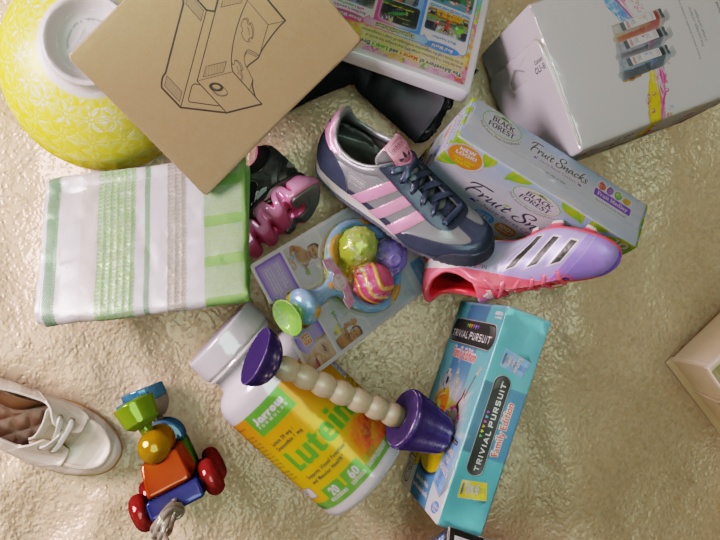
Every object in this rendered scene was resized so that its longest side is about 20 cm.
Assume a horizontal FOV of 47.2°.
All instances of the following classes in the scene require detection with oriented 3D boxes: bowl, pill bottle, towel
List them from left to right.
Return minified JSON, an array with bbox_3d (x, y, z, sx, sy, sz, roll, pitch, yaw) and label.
[{"bbox_3d":[-0.244,-0.199,0.759,0.197,0.108,0.204,0,90,-9],"label":"bowl"},{"bbox_3d":[-0.197,-0.027,0.760,0.197,0.031,0.151,-6,69,5],"label":"towel"},{"bbox_3d":[-0.063,0.127,0.789,0.200,0.111,0.111,44,83,-7],"label":"pill bottle"}]

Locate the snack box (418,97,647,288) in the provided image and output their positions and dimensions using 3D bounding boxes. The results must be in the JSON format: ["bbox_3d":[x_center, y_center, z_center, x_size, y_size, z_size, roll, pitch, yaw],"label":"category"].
[{"bbox_3d":[0.157,-0.069,0.809,0.198,0.142,0.053,29,65,-8],"label":"snack box"}]

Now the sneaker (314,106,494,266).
[{"bbox_3d":[0.042,-0.078,0.768,0.198,0.082,0.070,31,55,12],"label":"sneaker"}]

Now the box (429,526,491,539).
[{"bbox_3d":[0.112,0.315,0.782,0.158,0.201,0.050,19,52,-10],"label":"box"}]

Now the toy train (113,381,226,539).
[{"bbox_3d":[-0.180,0.161,0.726,0.084,0.200,0.117,-26,90,-9],"label":"toy train"}]

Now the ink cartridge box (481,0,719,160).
[{"bbox_3d":[0.249,-0.200,0.821,0.197,0.145,0.147,-20,89,-10],"label":"ink cartridge box"}]

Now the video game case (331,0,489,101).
[{"bbox_3d":[0.028,-0.276,0.793,0.197,0.024,0.185,17,73,-9],"label":"video game case"}]

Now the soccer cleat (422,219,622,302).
[{"bbox_3d":[0.149,0.000,0.787,0.067,0.198,0.077,50,53,-43],"label":"soccer cleat"}]

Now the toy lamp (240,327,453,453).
[{"bbox_3d":[-0.005,0.111,0.725,0.198,0.058,0.059,27,85,-22],"label":"toy lamp"}]

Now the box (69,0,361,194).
[{"bbox_3d":[-0.120,-0.192,0.712,0.200,0.021,0.164,-43,112,2],"label":"box"}]

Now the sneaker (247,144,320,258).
[{"bbox_3d":[-0.137,-0.047,0.805,0.199,0.079,0.096,-39,75,-9],"label":"sneaker"}]

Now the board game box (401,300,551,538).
[{"bbox_3d":[0.106,0.134,0.798,0.046,0.151,0.203,19,86,-9],"label":"board game box"}]

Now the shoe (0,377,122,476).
[{"bbox_3d":[-0.320,0.144,0.772,0.198,0.053,0.071,25,86,-9],"label":"shoe"}]

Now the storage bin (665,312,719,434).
[{"bbox_3d":[0.476,0.111,0.893,0.199,0.094,0.199,-40,96,-8],"label":"storage bin"}]

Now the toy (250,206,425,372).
[{"bbox_3d":[0.000,0.000,0.786,0.199,0.047,0.116,-33,97,-38],"label":"toy"}]

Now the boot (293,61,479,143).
[{"bbox_3d":[0.004,-0.183,0.817,0.168,0.076,0.201,41,77,-4],"label":"boot"}]
